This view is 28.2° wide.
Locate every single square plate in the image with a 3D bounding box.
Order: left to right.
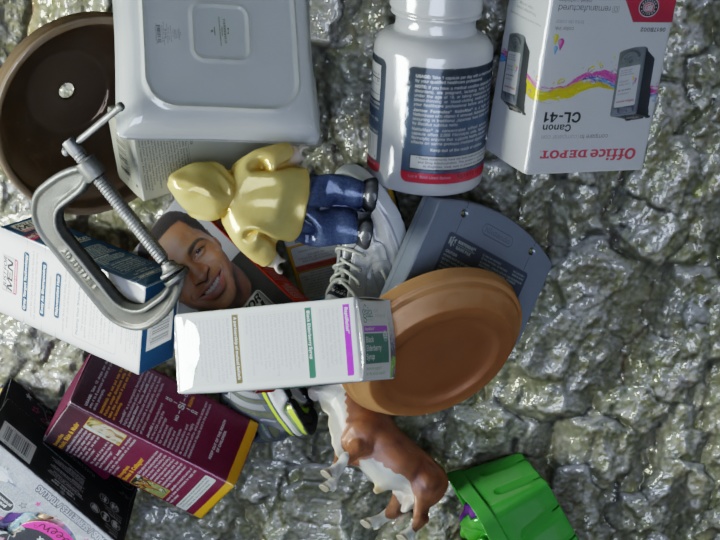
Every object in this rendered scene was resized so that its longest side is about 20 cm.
[{"bbox_3d":[-0.136,-0.221,1.361,0.197,0.028,0.201,0,78,-20],"label":"square plate"}]

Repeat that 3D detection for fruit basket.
[{"bbox_3d":[0.149,0.337,1.612,0.214,0.156,0.217,-4,106,-13],"label":"fruit basket"}]

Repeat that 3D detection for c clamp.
[{"bbox_3d":[-0.232,-0.037,1.353,0.170,0.027,0.200,-25,106,31],"label":"c clamp"}]

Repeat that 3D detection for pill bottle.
[{"bbox_3d":[0.070,-0.186,1.413,0.119,0.120,0.201,3,113,-2],"label":"pill bottle"}]

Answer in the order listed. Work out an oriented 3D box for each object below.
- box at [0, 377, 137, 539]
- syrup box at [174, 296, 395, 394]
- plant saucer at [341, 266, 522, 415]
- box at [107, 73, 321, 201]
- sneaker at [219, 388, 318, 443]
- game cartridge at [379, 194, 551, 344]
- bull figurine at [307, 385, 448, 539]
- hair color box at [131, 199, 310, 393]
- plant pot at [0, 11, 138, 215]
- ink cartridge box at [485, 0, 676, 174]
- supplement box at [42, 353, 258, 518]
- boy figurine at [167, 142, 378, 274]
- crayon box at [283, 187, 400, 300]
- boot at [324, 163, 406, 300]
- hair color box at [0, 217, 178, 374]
[{"bbox_3d":[-0.363,0.244,1.580,0.115,0.132,0.200,-42,107,16],"label":"box"},{"bbox_3d":[-0.073,0.073,1.368,0.199,0.079,0.082,-5,87,24],"label":"syrup box"},{"bbox_3d":[0.075,0.081,1.439,0.199,0.038,0.201,-15,137,-14],"label":"plant saucer"},{"bbox_3d":[-0.141,-0.141,1.408,0.199,0.068,0.083,-19,123,-24],"label":"box"},{"bbox_3d":[-0.130,0.114,1.564,0.081,0.074,0.201,-27,108,16],"label":"sneaker"},{"bbox_3d":[0.114,0.001,1.475,0.200,0.041,0.134,26,83,-43],"label":"game cartridge"},{"bbox_3d":[0.013,0.205,1.575,0.200,0.122,0.065,40,151,-12],"label":"bull figurine"},{"bbox_3d":[-0.137,0.023,1.475,0.200,0.061,0.102,42,99,15],"label":"hair color box"},{"bbox_3d":[-0.278,-0.164,1.412,0.200,0.093,0.202,-15,122,-26],"label":"plant pot"},{"bbox_3d":[0.217,-0.202,1.405,0.147,0.086,0.201,-4,113,-24],"label":"ink cartridge box"},{"bbox_3d":[-0.228,0.175,1.555,0.199,0.086,0.110,29,142,-11],"label":"supplement box"},{"bbox_3d":[-0.085,-0.060,1.360,0.199,0.064,0.125,5,95,-10],"label":"boy figurine"},{"bbox_3d":[-0.004,0.004,1.528,0.125,0.052,0.201,-14,112,5],"label":"crayon box"},{"bbox_3d":[0.000,0.000,1.439,0.073,0.095,0.201,2,123,47],"label":"boot"},{"bbox_3d":[-0.283,0.022,1.476,0.199,0.060,0.101,21,115,26],"label":"hair color box"}]
